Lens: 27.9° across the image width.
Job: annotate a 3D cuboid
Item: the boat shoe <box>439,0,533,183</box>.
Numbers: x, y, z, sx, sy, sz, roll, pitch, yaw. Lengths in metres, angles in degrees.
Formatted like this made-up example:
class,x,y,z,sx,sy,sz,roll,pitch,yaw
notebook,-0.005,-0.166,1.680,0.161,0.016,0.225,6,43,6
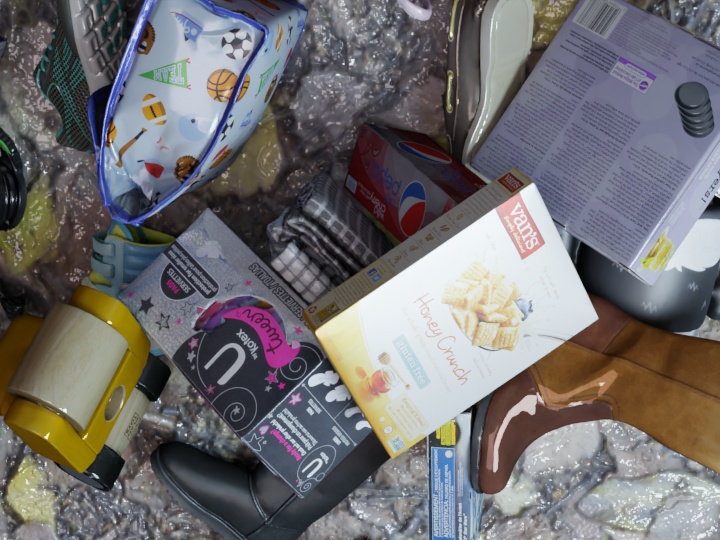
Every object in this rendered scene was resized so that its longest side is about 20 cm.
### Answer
class,x,y,z,sx,sy,sz,roll,pitch,yaw
boat shoe,0.101,-0.150,1.240,0.059,0.071,0.203,30,129,39

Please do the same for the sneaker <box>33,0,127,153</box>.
class,x,y,z,sx,sy,sz,roll,pitch,yaw
sneaker,-0.246,-0.180,1.249,0.090,0.078,0.202,4,124,17

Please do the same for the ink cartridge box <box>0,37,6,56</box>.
class,x,y,z,sx,sy,sz,roll,pitch,yaw
ink cartridge box,-0.403,-0.138,1.311,0.093,0.044,0.202,28,108,-1

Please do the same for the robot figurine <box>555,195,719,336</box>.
class,x,y,z,sx,sy,sz,roll,pitch,yaw
robot figurine,0.243,-0.010,1.235,0.149,0.124,0.203,20,110,28

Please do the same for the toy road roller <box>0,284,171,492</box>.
class,x,y,z,sx,sy,sz,roll,pitch,yaw
toy road roller,-0.259,0.089,1.211,0.144,0.201,0.124,21,69,14

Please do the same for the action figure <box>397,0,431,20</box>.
class,x,y,z,sx,sy,sz,roll,pitch,yaw
action figure,-0.050,-0.268,1.185,0.198,0.134,0.150,-21,131,-15

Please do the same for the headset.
class,x,y,z,sx,sy,sz,roll,pitch,yaw
headset,-0.347,-0.044,1.294,0.094,0.123,0.202,39,149,33

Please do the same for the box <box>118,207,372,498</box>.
class,x,y,z,sx,sy,sz,roll,pitch,yaw
box,-0.089,0.068,1.204,0.115,0.132,0.200,-44,53,-6

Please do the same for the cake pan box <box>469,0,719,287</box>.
class,x,y,z,sx,sy,sz,roll,pitch,yaw
cake pan box,0.206,-0.114,1.169,0.199,0.052,0.185,36,93,39

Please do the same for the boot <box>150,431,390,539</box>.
class,x,y,z,sx,sy,sz,roll,pitch,yaw
boot,-0.074,0.164,1.351,0.165,0.066,0.200,42,110,-15

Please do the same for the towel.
class,x,y,z,sx,sy,sz,roll,pitch,yaw
towel,0.000,0.000,1.223,0.086,0.200,0.166,-45,98,4

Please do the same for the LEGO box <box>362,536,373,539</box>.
class,x,y,z,sx,sy,sz,roll,pitch,yaw
LEGO box,0.021,0.361,1.330,0.077,0.200,0.149,-40,98,15

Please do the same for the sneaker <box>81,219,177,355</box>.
class,x,y,z,sx,sy,sz,roll,pitch,yaw
sneaker,-0.244,0.019,1.324,0.197,0.080,0.132,-13,107,0

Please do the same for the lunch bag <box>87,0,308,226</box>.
class,x,y,z,sx,sy,sz,roll,pitch,yaw
lunch bag,-0.144,-0.144,1.213,0.123,0.170,0.202,26,109,4

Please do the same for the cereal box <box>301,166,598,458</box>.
class,x,y,z,sx,sy,sz,roll,pitch,yaw
cereal box,0.071,0.034,1.104,0.199,0.040,0.145,-34,123,-3

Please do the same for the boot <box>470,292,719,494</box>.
class,x,y,z,sx,sy,sz,roll,pitch,yaw
boot,0.201,0.121,1.149,0.198,0.069,0.190,21,72,23

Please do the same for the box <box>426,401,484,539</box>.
class,x,y,z,sx,sy,sz,roll,pitch,yaw
box,0.087,0.149,1.258,0.039,0.200,0.139,2,107,9

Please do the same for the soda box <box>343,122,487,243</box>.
class,x,y,z,sx,sy,sz,roll,pitch,yaw
soda box,0.059,-0.057,1.199,0.069,0.200,0.064,8,111,-28
